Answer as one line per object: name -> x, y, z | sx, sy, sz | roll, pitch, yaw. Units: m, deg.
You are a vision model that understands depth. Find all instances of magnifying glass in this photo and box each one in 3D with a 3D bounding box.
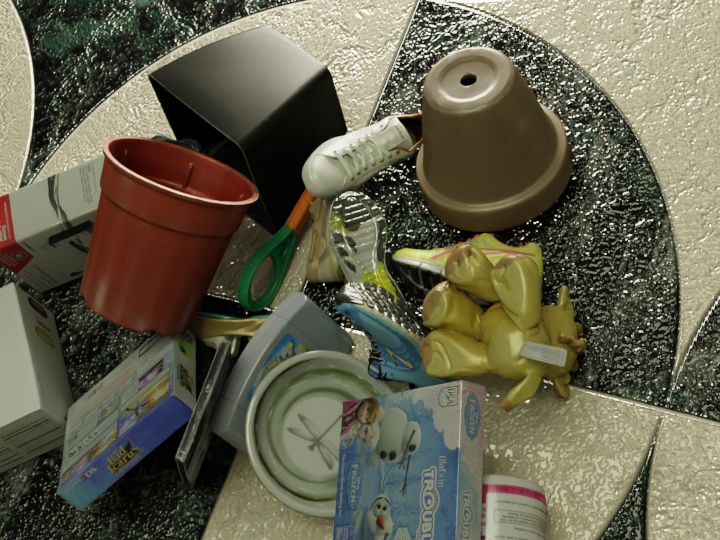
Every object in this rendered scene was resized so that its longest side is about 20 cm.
magnifying glass -> -0.103, -0.036, 1.777 | 0.022, 0.080, 0.200 | 21, 69, 27

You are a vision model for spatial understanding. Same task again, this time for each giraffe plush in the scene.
giraffe plush -> 0.188, 0.071, 1.561 | 0.200, 0.162, 0.173 | 33, 102, 33

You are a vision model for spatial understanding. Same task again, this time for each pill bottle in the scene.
pill bottle -> 0.147, 0.335, 1.481 | 0.113, 0.113, 0.201 | -5, 64, 18

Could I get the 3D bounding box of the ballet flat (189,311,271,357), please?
ballet flat -> -0.149, 0.085, 1.741 | 0.199, 0.069, 0.063 | 0, 81, 22

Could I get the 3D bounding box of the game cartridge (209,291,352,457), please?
game cartridge -> -0.098, 0.133, 1.657 | 0.040, 0.133, 0.200 | 18, 72, 46

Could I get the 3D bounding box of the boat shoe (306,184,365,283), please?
boat shoe -> -0.038, -0.079, 1.773 | 0.064, 0.071, 0.201 | -6, 61, 22

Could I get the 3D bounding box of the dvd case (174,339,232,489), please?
dvd case -> -0.186, 0.178, 1.636 | 0.016, 0.200, 0.149 | 19, 72, 1

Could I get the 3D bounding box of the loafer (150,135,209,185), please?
loafer -> -0.268, -0.142, 1.844 | 0.070, 0.068, 0.200 | -43, 22, -19

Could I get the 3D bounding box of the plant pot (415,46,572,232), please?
plant pot -> 0.153, -0.177, 1.671 | 0.199, 0.175, 0.201 | -9, 50, 12

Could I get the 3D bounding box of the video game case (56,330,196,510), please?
video game case -> -0.288, 0.176, 1.687 | 0.200, 0.045, 0.181 | -40, 25, 14

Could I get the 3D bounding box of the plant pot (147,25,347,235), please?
plant pot -> -0.134, -0.206, 1.808 | 0.177, 0.200, 0.199 | -43, 58, -15

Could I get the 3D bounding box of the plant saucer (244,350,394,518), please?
plant saucer -> -0.045, 0.198, 1.626 | 0.199, 0.050, 0.201 | 4, 74, -15

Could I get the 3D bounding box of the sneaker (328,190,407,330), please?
sneaker -> 0.000, 0.000, 1.691 | 0.074, 0.085, 0.201 | -10, 76, -15

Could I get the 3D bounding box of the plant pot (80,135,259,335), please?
plant pot -> -0.250, -0.037, 1.681 | 0.200, 0.200, 0.196 | 31, 110, 29

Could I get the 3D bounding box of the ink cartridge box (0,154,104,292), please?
ink cartridge box -> -0.392, -0.063, 1.853 | 0.199, 0.144, 0.084 | -22, 61, 10

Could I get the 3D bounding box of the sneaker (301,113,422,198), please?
sneaker -> 0.010, -0.158, 1.730 | 0.200, 0.085, 0.073 | -32, 87, -37

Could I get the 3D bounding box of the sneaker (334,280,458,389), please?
sneaker -> 0.036, 0.093, 1.600 | 0.090, 0.200, 0.078 | -43, 31, 11

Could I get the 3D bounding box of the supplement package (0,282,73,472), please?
supplement package -> -0.483, 0.148, 1.804 | 0.155, 0.111, 0.201 | -25, 60, 7

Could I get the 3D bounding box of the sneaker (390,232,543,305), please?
sneaker -> 0.136, -0.007, 1.681 | 0.199, 0.078, 0.091 | 9, 60, 18

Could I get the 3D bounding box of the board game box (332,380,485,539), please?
board game box -> 0.051, 0.235, 1.510 | 0.199, 0.043, 0.201 | -16, 64, 45
